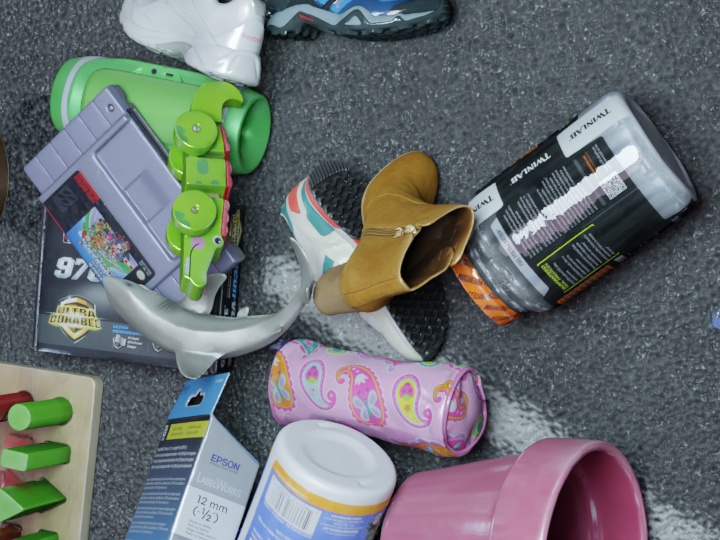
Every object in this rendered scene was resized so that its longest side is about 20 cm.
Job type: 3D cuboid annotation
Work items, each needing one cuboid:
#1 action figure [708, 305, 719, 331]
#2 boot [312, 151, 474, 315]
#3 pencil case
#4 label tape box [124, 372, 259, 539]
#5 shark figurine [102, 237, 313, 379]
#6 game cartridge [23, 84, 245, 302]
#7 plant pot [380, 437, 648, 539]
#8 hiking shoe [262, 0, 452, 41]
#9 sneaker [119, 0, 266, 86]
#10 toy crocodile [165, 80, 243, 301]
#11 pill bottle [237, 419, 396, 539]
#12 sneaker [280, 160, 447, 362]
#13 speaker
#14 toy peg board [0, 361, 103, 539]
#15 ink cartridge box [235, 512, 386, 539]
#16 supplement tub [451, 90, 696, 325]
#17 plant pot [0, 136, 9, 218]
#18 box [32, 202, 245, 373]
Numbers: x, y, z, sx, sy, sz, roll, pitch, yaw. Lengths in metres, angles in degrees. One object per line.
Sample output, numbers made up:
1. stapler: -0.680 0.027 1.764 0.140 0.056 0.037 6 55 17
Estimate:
1. action figure: 0.392 0.042 1.452 0.199 0.105 0.194 34 110 -9
2. boot: 0.051 -0.040 1.497 0.071 0.202 0.143 48 145 -19
3. pencil case: 0.013 0.109 1.563 0.198 0.087 0.088 8 93 33
4. label tape box: -0.150 0.200 1.599 0.066 0.143 0.202 25 75 -18
5. shark figurine: -0.120 0.058 1.553 0.212 0.090 0.129 -7 122 22
6. game cartridge: -0.211 -0.052 1.617 0.129 0.038 0.201 -39 85 20
7. plant pot: 0.123 0.240 1.494 0.178 0.199 0.202 0 90 36
8. hiking shoe: -0.013 -0.253 1.590 0.198 0.074 0.088 4 92 20
9. sneaker: -0.145 -0.237 1.619 0.199 0.078 0.100 27 100 42
10. toy crocodile: -0.136 -0.072 1.534 0.061 0.068 0.202 4 63 -10
11. pill bottle: -0.051 0.241 1.530 0.111 0.112 0.202 29 115 18
12. sneaker: -0.001 0.000 1.601 0.201 0.070 0.093 55 143 -4
13. speaker: -0.187 -0.146 1.650 0.198 0.088 0.089 13 95 20
14. toy peg board: -0.368 0.192 1.712 0.197 0.098 0.202 7 92 20
15. ink cartridge box: -0.063 0.263 1.628 0.199 0.044 0.094 -38 77 18
16. supplement tub: 0.174 -0.049 1.497 0.199 0.122 0.123 -36 79 16
17. plant pot: -0.470 -0.093 1.693 0.185 0.200 0.189 0 90 20
18. box: -0.211 0.008 1.680 0.198 0.046 0.161 6 93 20
